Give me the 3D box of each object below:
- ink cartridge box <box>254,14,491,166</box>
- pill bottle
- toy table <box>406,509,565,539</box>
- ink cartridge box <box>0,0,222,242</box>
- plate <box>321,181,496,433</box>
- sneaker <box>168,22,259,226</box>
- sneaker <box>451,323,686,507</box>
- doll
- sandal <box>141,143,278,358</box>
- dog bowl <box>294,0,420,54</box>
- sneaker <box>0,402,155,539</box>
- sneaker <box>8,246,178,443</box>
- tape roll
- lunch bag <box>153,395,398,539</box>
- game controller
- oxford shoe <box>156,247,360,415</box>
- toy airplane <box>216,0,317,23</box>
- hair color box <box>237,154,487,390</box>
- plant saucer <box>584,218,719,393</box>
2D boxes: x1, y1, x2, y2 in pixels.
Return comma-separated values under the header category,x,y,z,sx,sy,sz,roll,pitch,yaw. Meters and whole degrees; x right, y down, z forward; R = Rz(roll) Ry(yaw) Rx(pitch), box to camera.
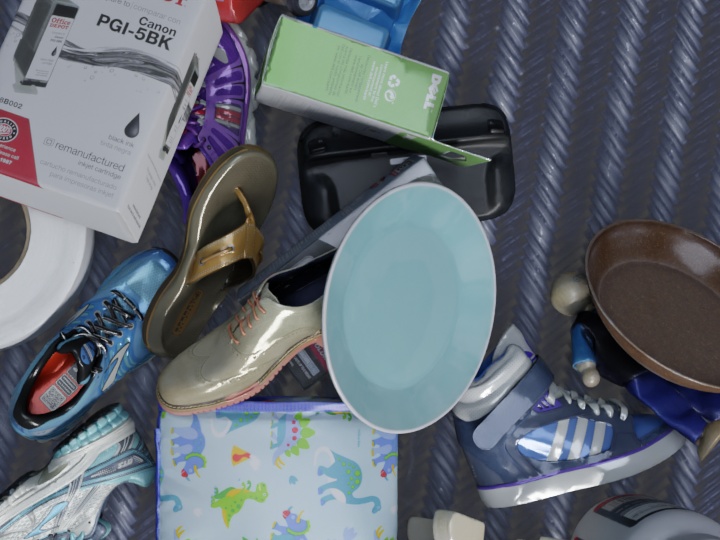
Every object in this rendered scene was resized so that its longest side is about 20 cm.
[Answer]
category,x,y,z,sx,sy,sz,roll,pitch,yaw
ink cartridge box,0.014,-0.145,1.043,0.197,0.104,0.060,17,88,-8
pill bottle,0.253,0.256,1.043,0.117,0.200,0.122,0,86,-6
toy table,0.108,0.276,1.050,0.181,0.200,0.119,5,72,27
ink cartridge box,-0.213,-0.146,1.004,0.144,0.083,0.203,18,75,5
plate,0.037,0.029,1.015,0.198,0.025,0.204,-8,102,-43
sneaker,-0.132,-0.131,1.073,0.080,0.083,0.204,-11,86,31
sneaker,0.177,0.112,1.104,0.197,0.081,0.149,-16,92,-2
doll,0.246,0.074,1.108,0.200,0.049,0.136,42,44,20
sandal,-0.116,-0.007,1.043,0.054,0.080,0.202,36,104,36
dog bowl,-0.003,-0.232,1.124,0.110,0.050,0.203,19,85,-5
sneaker,-0.257,0.206,1.053,0.199,0.078,0.087,-40,94,-7
sneaker,-0.219,0.066,1.059,0.078,0.090,0.201,39,82,-3
tape roll,-0.328,-0.031,1.063,0.199,0.071,0.206,0,86,-7
lunch bag,-0.074,0.191,1.049,0.196,0.127,0.173,0,86,-17
game controller,0.043,-0.090,1.130,0.196,0.042,0.106,-6,101,-6
oxford shoe,-0.083,0.042,1.006,0.198,0.074,0.071,-32,51,-8
toy airplane,-0.071,-0.330,1.047,0.198,0.140,0.202,-30,56,26
hair color box,0.000,0.000,1.086,0.199,0.061,0.100,-37,99,-1
plant saucer,0.281,0.037,1.099,0.197,0.037,0.202,13,41,-12
